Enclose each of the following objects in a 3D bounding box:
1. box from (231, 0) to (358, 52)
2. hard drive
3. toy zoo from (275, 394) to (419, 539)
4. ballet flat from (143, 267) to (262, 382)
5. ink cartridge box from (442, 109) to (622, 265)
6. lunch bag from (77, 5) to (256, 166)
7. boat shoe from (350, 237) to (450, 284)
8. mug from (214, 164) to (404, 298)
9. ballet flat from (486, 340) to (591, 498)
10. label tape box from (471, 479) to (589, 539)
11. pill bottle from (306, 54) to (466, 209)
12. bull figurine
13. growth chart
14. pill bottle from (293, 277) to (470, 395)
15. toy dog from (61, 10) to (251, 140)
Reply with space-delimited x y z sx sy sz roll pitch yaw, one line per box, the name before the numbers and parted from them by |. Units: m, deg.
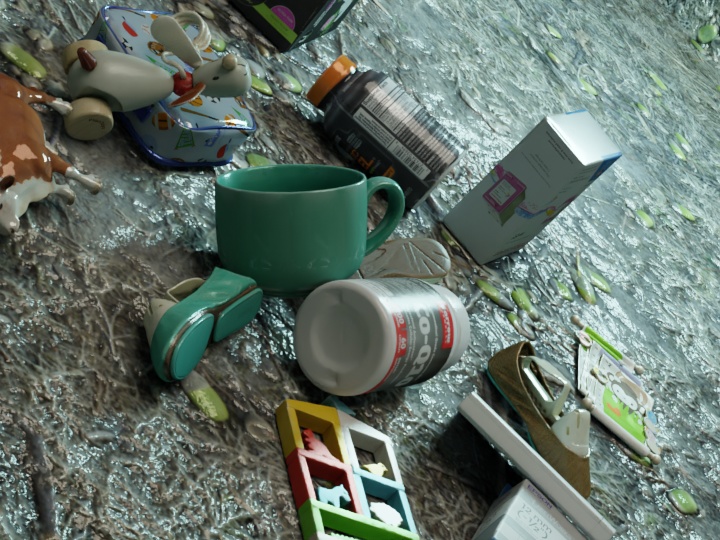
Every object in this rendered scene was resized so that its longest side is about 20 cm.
box | -0.082 -0.401 2.149 0.149 0.124 0.200 43 26 2
hard drive | 0.181 0.206 1.659 0.200 0.027 0.132 44 -1 8
toy zoo | -0.012 0.194 1.487 0.131 0.020 0.200 23 32 -33
ballet flat | -0.160 0.047 1.472 0.070 0.068 0.200 22 24 13
ink cartridge box | 0.220 -0.107 2.043 0.085 0.200 0.144 52 29 11
lunch bag | -0.217 -0.203 1.736 0.160 0.076 0.200 -9 56 -54
boat shoe | 0.000 0.000 1.742 0.200 0.065 0.072 0 60 -29
mug | -0.054 -0.038 1.607 0.184 0.115 0.152 2 14 8
ballet flat | 0.214 0.159 1.785 0.068 0.072 0.200 11 41 -47
label tape box | 0.187 0.285 1.575 0.143 0.066 0.200 44 28 2
pill bottle | 0.027 -0.178 1.989 0.200 0.106 0.106 42 27 0
bull figurine | -0.314 -0.110 1.480 0.121 0.065 0.200 21 36 -42
growth chart | 0.322 0.152 2.002 0.145 0.018 0.200 34 29 -17
pill bottle | 0.028 0.064 1.621 0.114 0.114 0.200 52 24 18
toy dog | -0.216 -0.206 1.613 0.200 0.096 0.132 -27 71 -17
